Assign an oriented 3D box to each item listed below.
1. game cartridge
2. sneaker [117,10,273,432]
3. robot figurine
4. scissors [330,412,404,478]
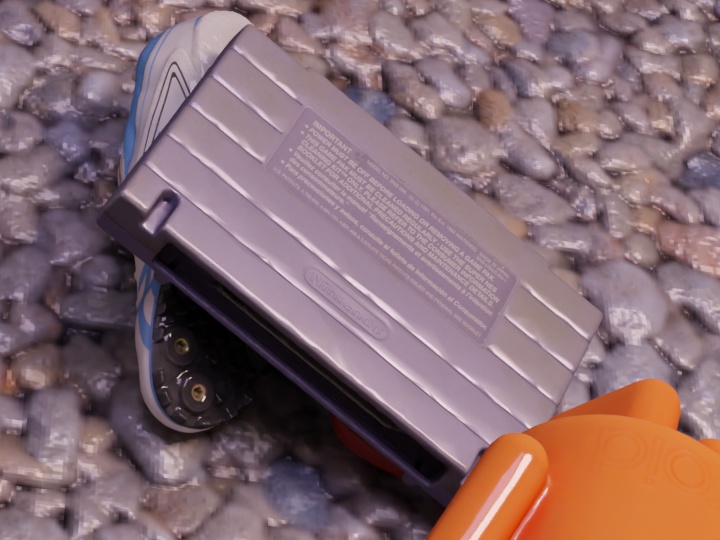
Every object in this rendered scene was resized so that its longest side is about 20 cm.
[{"bbox_3d":[0.000,0.000,1.043,0.200,0.038,0.130,39,41,-7],"label":"game cartridge"},{"bbox_3d":[-0.072,-0.017,1.077,0.072,0.072,0.201,26,50,-34],"label":"sneaker"},{"bbox_3d":[0.084,0.134,0.933,0.116,0.144,0.201,7,48,13],"label":"robot figurine"},{"bbox_3d":[0.084,0.088,1.057,0.199,0.014,0.073,27,44,6],"label":"scissors"}]
